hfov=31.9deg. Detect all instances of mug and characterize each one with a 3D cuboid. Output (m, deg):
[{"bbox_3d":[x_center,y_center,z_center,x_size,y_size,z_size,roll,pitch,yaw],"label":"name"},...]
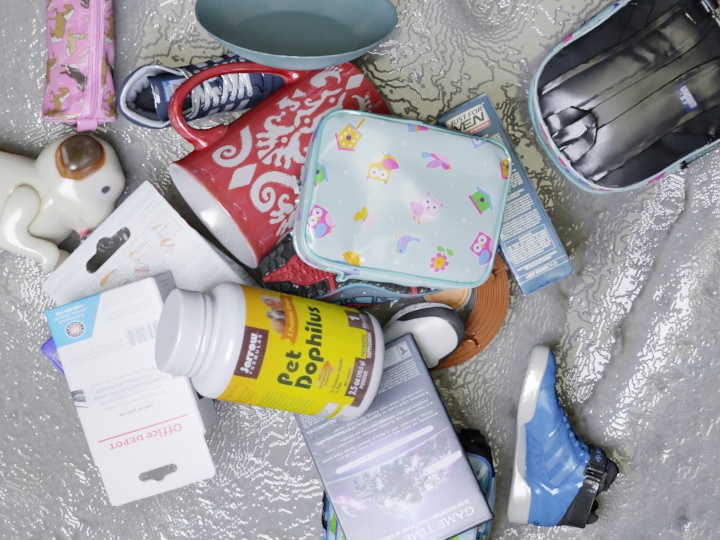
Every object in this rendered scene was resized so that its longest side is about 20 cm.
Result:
[{"bbox_3d":[-0.079,-0.129,1.243,0.200,0.133,0.178,-40,136,-14],"label":"mug"}]

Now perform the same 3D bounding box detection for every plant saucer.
[{"bbox_3d":[-0.064,-0.241,1.246,0.201,0.201,0.039,7,126,2],"label":"plant saucer"}]

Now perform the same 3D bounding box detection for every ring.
[{"bbox_3d":[0.055,0.022,1.312,0.200,0.019,0.201,4,116,9],"label":"ring"}]

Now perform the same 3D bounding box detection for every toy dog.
[{"bbox_3d":[-0.342,-0.077,1.310,0.200,0.140,0.194,-12,69,5],"label":"toy dog"}]

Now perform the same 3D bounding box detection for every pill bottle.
[{"bbox_3d":[-0.086,0.074,1.176,0.200,0.109,0.109,13,99,-23],"label":"pill bottle"}]

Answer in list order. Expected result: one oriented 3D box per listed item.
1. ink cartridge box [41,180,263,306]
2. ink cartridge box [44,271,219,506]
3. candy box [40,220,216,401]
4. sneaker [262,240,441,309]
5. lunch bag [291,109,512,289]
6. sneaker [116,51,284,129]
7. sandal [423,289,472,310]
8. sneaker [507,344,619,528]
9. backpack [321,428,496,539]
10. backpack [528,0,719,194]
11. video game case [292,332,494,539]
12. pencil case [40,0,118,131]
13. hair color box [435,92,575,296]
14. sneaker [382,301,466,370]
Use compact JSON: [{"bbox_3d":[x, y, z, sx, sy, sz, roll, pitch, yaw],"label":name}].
[{"bbox_3d":[-0.198,0.034,1.275,0.160,0.047,0.200,-44,88,8],"label":"ink cartridge box"},{"bbox_3d":[-0.214,0.114,1.225,0.116,0.068,0.200,-17,92,7],"label":"ink cartridge box"},{"bbox_3d":[-0.205,0.072,1.337,0.200,0.077,0.169,-42,92,8],"label":"candy box"},{"bbox_3d":[0.000,0.000,1.269,0.200,0.096,0.079,-3,74,-6],"label":"sneaker"},{"bbox_3d":[0.034,-0.061,1.185,0.200,0.077,0.161,10,91,-11],"label":"lunch bag"},{"bbox_3d":[-0.152,-0.190,1.282,0.200,0.109,0.070,-15,96,6],"label":"sneaker"},{"bbox_3d":[0.067,-0.052,1.314,0.079,0.059,0.207,-24,95,6],"label":"sandal"},{"bbox_3d":[0.219,0.178,1.326,0.111,0.077,0.200,6,102,8],"label":"sneaker"},{"bbox_3d":[0.046,0.273,1.315,0.183,0.147,0.200,6,101,5],"label":"backpack"},{"bbox_3d":[0.267,-0.173,1.242,0.200,0.151,0.178,-34,92,-1],"label":"backpack"},{"bbox_3d":[0.026,0.180,1.240,0.143,0.019,0.200,-26,74,5],"label":"video game case"},{"bbox_3d":[-0.286,-0.244,1.294,0.083,0.087,0.200,5,98,9],"label":"pencil case"},{"bbox_3d":[0.147,-0.080,1.286,0.060,0.100,0.200,-26,95,7],"label":"hair color box"},{"bbox_3d":[0.022,0.102,1.304,0.200,0.080,0.074,-30,106,21],"label":"sneaker"}]
